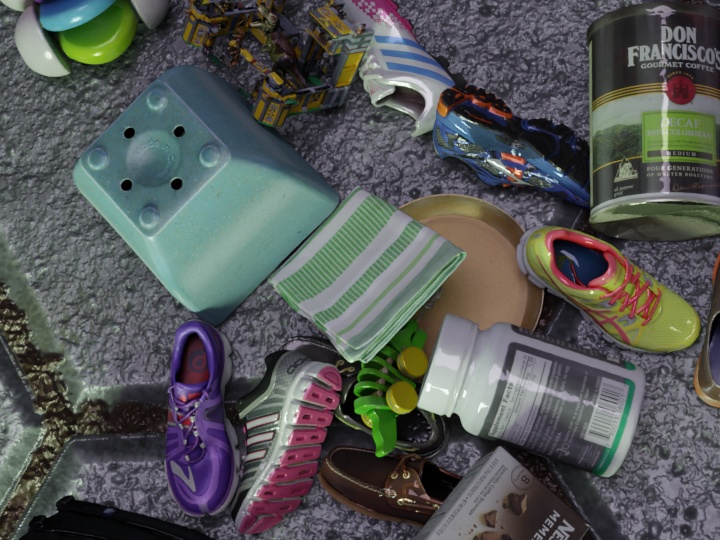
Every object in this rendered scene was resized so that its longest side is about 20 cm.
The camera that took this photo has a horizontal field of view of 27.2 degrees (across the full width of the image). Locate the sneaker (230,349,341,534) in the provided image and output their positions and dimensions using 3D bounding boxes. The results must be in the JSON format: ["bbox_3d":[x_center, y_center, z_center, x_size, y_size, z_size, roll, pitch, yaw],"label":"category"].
[{"bbox_3d":[-0.088,0.165,1.481,0.087,0.074,0.201,36,112,39],"label":"sneaker"}]

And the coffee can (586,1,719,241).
[{"bbox_3d":[0.298,-0.143,1.467,0.145,0.146,0.201,-1,76,9],"label":"coffee can"}]

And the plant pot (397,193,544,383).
[{"bbox_3d":[0.089,0.021,1.523,0.199,0.027,0.201,-2,76,8],"label":"plant pot"}]

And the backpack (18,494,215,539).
[{"bbox_3d":[-0.215,0.304,1.442,0.199,0.163,0.155,-1,97,10],"label":"backpack"}]

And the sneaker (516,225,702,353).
[{"bbox_3d":[0.247,0.019,1.454,0.199,0.090,0.078,27,78,0],"label":"sneaker"}]

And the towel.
[{"bbox_3d":[0.000,0.000,1.487,0.153,0.023,0.200,-46,36,-5],"label":"towel"}]

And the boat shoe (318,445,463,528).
[{"bbox_3d":[0.057,0.211,1.449,0.199,0.071,0.070,19,39,9],"label":"boat shoe"}]

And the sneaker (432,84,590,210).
[{"bbox_3d":[0.162,-0.117,1.528,0.199,0.079,0.075,29,45,2],"label":"sneaker"}]

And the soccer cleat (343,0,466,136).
[{"bbox_3d":[0.023,-0.225,1.567,0.086,0.070,0.200,-39,74,-20],"label":"soccer cleat"}]

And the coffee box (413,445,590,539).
[{"bbox_3d":[0.099,0.272,1.339,0.113,0.080,0.200,41,70,2],"label":"coffee box"}]

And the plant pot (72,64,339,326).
[{"bbox_3d":[-0.173,-0.091,1.495,0.196,0.200,0.196,-45,72,2],"label":"plant pot"}]

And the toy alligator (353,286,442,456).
[{"bbox_3d":[0.030,0.084,1.439,0.054,0.059,0.201,31,56,-19],"label":"toy alligator"}]

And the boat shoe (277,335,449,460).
[{"bbox_3d":[-0.001,0.120,1.494,0.201,0.061,0.072,29,83,15],"label":"boat shoe"}]

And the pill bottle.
[{"bbox_3d":[0.162,0.116,1.424,0.199,0.113,0.114,18,79,2],"label":"pill bottle"}]

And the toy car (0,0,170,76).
[{"bbox_3d":[-0.316,-0.323,1.612,0.174,0.150,0.201,-26,73,2],"label":"toy car"}]

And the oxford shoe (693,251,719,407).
[{"bbox_3d":[0.375,0.032,1.448,0.071,0.073,0.201,11,78,12],"label":"oxford shoe"}]

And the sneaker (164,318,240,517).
[{"bbox_3d":[-0.172,0.148,1.505,0.080,0.083,0.201,-8,76,8],"label":"sneaker"}]

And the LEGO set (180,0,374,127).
[{"bbox_3d":[-0.083,-0.252,1.543,0.153,0.116,0.200,-9,49,-38],"label":"LEGO set"}]
